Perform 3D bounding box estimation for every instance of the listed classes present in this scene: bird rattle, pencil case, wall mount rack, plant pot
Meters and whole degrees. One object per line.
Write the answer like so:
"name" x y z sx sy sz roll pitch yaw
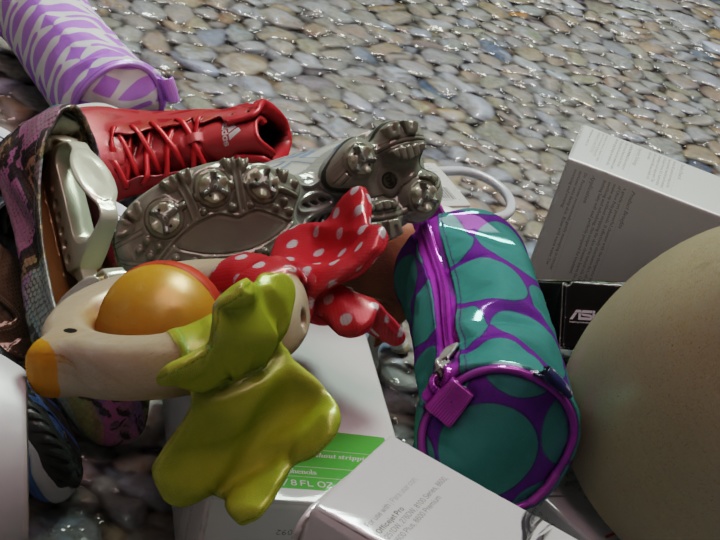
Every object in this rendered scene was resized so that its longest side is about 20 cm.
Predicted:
"bird rattle" -0.070 0.018 0.770 0.161 0.114 0.201 0 29 13
"pencil case" 0.064 0.040 0.875 0.093 0.085 0.201 49 14 -22
"wall mount rack" 0.004 -0.044 1.154 0.198 0.075 0.174 -2 38 -32
"plant pot" 0.214 0.050 0.825 0.198 0.135 0.202 6 52 -8
"pencil case" -0.213 -0.166 1.221 0.085 0.084 0.200 -32 48 -11

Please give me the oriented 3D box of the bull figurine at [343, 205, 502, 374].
"bull figurine" 0.000 0.000 1.015 0.198 0.123 0.065 16 29 -3

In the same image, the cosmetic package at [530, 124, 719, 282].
"cosmetic package" 0.233 -0.015 1.188 0.198 0.109 0.085 22 27 6

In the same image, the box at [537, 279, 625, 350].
"box" 0.200 0.032 1.034 0.197 0.048 0.193 4 2 -6

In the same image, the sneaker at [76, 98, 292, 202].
"sneaker" -0.130 -0.090 1.095 0.115 0.079 0.199 -13 3 45

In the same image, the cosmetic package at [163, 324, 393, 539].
"cosmetic package" -0.045 0.091 0.856 0.106 0.086 0.201 5 32 -15

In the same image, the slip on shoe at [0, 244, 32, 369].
"slip on shoe" -0.209 0.017 0.932 0.197 0.061 0.076 11 29 -11

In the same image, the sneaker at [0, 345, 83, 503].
"sneaker" -0.230 0.059 0.851 0.199 0.077 0.076 39 -6 9

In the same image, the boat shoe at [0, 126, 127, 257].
"boat shoe" -0.224 -0.039 1.008 0.199 0.072 0.068 30 17 8

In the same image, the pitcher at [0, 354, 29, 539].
"pitcher" -0.248 0.108 0.716 0.197 0.122 0.173 -1 53 -12

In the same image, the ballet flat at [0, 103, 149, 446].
"ballet flat" -0.154 -0.004 0.900 0.069 0.071 0.202 0 63 -42

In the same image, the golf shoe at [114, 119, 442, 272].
"golf shoe" -0.053 -0.028 0.909 0.198 0.079 0.097 -14 3 -28

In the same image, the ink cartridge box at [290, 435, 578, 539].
"ink cartridge box" 0.058 0.187 0.697 0.199 0.146 0.084 28 29 17

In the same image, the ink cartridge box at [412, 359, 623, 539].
"ink cartridge box" 0.132 0.139 0.903 0.115 0.067 0.200 -11 40 -40
